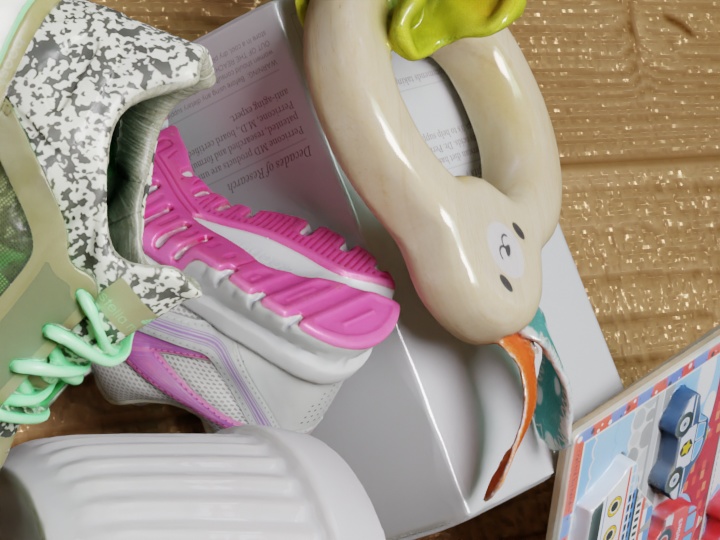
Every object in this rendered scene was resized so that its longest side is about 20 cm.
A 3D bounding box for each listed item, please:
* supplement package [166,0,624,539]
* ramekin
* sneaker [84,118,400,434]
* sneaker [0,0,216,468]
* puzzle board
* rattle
[{"bbox_3d":[0.000,0.000,0.908,0.117,0.117,0.200,-19,87,-49],"label":"supplement package"},{"bbox_3d":[-0.077,0.144,0.755,0.105,0.200,0.200,10,69,-27],"label":"ramekin"},{"bbox_3d":[-0.085,0.001,0.843,0.200,0.088,0.081,36,31,23],"label":"sneaker"},{"bbox_3d":[-0.094,0.010,0.682,0.077,0.089,0.200,-6,110,-74],"label":"sneaker"},{"bbox_3d":[0.119,0.119,0.953,0.151,0.017,0.200,-29,135,-43],"label":"puzzle board"},{"bbox_3d":[0.071,-0.039,0.811,0.130,0.143,0.200,29,41,-66],"label":"rattle"}]
